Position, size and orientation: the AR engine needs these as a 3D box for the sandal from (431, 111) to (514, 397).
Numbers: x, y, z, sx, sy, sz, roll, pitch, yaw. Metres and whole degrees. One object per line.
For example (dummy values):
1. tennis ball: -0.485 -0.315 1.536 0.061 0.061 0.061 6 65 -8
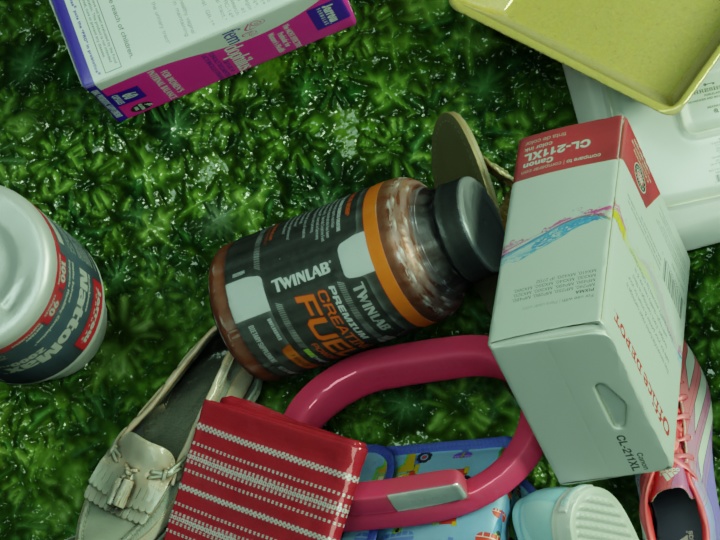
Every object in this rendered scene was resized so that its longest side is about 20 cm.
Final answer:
1. sandal: 0.114 -0.016 1.750 0.069 0.078 0.212 -13 82 -25

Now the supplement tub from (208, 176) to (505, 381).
1. supplement tub: 0.000 0.000 1.708 0.200 0.107 0.107 -22 75 24

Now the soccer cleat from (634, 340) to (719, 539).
1. soccer cleat: 0.213 0.124 1.686 0.067 0.076 0.201 -9 77 8

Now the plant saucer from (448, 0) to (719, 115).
1. plant saucer: 0.198 -0.214 1.750 0.200 0.048 0.200 30 75 26

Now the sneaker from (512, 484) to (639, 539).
1. sneaker: 0.162 0.231 1.664 0.074 0.082 0.200 -31 109 -35

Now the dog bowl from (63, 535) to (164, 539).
1. dog bowl: -0.167 0.285 1.728 0.200 0.059 0.201 -2 78 10

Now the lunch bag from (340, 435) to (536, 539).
1. lunch bag: 0.010 0.198 1.691 0.200 0.094 0.151 0 56 20

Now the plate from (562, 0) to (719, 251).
1. plate: 0.253 -0.121 1.754 0.199 0.032 0.200 -13 76 6

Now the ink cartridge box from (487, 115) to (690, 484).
1. ink cartridge box: 0.155 0.020 1.633 0.083 0.146 0.200 -11 41 22

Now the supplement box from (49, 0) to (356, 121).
1. supplement box: -0.117 -0.202 1.800 0.200 0.101 0.104 -23 75 5

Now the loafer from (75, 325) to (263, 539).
1. loafer: -0.141 0.120 1.723 0.072 0.063 0.200 22 60 24

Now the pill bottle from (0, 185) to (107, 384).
1. pill bottle: -0.246 0.017 1.725 0.119 0.200 0.120 -2 78 9

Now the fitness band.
1. fitness band: 0.036 0.110 1.679 0.200 0.037 0.144 -9 43 23

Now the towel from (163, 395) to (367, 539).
1. towel: -0.076 0.193 1.655 0.144 0.022 0.200 14 86 38
